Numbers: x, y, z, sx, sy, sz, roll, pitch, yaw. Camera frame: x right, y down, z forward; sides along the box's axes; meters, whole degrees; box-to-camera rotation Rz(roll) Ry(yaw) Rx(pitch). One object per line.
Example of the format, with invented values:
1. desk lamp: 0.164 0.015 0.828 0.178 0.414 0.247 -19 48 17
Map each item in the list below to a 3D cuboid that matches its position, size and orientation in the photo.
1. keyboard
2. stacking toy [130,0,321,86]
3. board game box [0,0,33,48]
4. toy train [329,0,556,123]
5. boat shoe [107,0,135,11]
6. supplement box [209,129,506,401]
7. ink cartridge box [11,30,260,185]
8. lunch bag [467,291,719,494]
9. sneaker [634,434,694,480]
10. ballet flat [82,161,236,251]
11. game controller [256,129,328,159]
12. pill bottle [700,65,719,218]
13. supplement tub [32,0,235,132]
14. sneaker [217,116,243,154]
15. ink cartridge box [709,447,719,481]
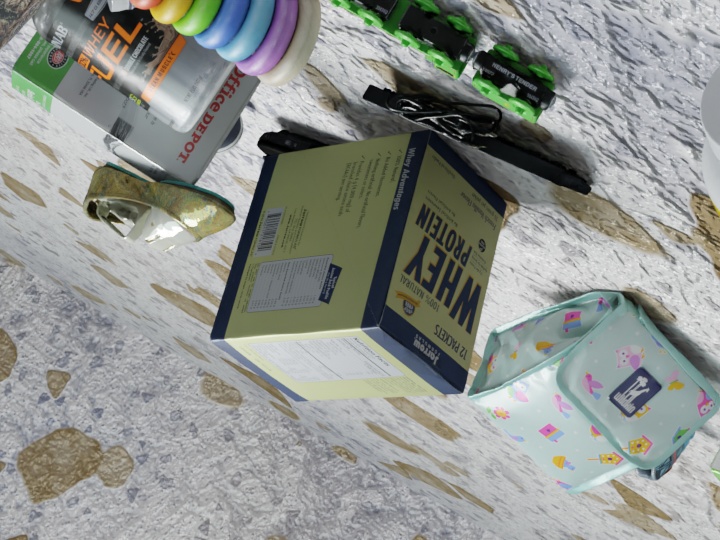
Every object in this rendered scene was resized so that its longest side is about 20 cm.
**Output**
1. keyboard: 0.098 -0.120 1.313 0.199 0.040 0.104 25 -172 24
2. stacking toy: -0.131 -0.215 1.239 0.199 0.086 0.085 18 175 -32
3. board game box: -0.258 -0.284 1.107 0.159 0.200 0.097 36 -154 -12
4. toy train: 0.059 -0.172 1.186 0.199 0.042 0.056 31 177 6
5. boat shoe: -0.170 -0.283 1.257 0.201 0.069 0.071 101 155 -55
6. supplement box: 0.000 0.000 1.442 0.199 0.201 0.134 -5 149 38
7. ink cartridge box: -0.210 -0.184 1.503 0.199 0.147 0.084 34 167 -8
8. lunch bag: 0.236 0.115 1.573 0.170 0.122 0.199 44 135 -19
9. sneaker: 0.272 0.156 1.708 0.199 0.096 0.079 36 165 -14
10. ballet flat: -0.194 -0.052 1.485 0.199 0.071 0.071 17 160 44
11. game controller: -0.015 -0.092 1.611 0.199 0.042 0.104 23 163 37
12. pill bottle: 0.275 -0.049 0.970 0.112 0.113 0.200 21 163 37
13. supplement tub: -0.203 -0.225 1.403 0.199 0.123 0.122 34 166 -7
14. sneaker: -0.207 -0.191 1.615 0.199 0.079 0.079 35 172 -3
15. ink cartridge box: 0.462 0.232 1.575 0.145 0.084 0.200 18 159 47
